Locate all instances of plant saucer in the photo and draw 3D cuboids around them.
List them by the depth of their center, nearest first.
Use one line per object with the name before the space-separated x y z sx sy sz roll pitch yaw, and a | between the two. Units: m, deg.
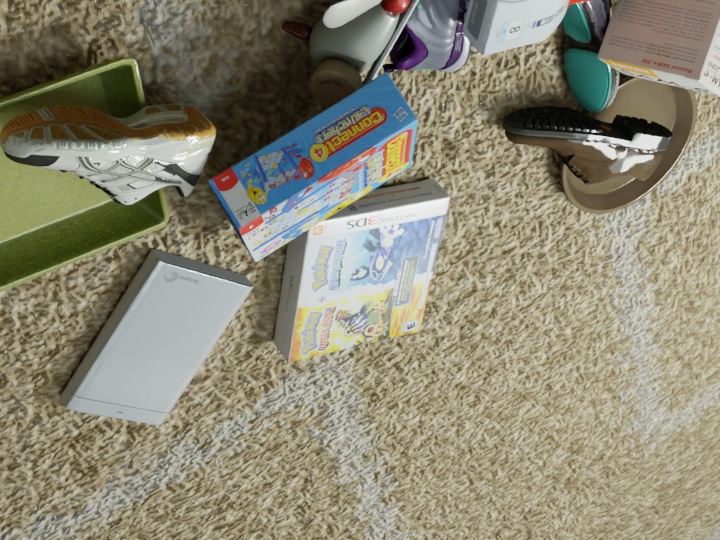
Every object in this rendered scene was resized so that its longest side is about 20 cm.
plant saucer | -0.289 -0.093 1.263 0.199 0.048 0.200 -23 135 -18
plant saucer | 0.320 -0.158 1.664 0.200 0.029 0.200 -20 136 -21

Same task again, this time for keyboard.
keyboard | 0.038 -0.234 1.323 0.011 0.056 0.200 26 124 -7

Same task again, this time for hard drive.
hard drive | -0.219 0.076 1.479 0.132 0.027 0.200 17 113 -44

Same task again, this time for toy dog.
toy dog | -0.009 -0.249 1.283 0.096 0.132 0.200 26 123 -8

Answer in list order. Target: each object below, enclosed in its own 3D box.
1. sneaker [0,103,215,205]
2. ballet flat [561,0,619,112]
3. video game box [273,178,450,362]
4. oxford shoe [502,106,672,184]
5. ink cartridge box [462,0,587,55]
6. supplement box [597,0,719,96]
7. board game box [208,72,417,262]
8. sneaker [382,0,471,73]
sneaker | -0.222 -0.094 1.218 0.200 0.076 0.088 -3 127 -33
ballet flat | 0.257 -0.260 1.505 0.072 0.072 0.200 -34 139 -7
video game box | 0.000 0.000 1.558 0.182 0.047 0.200 -11 131 -26
oxford shoe | 0.252 -0.136 1.566 0.200 0.073 0.085 9 118 -12
ink cartridge box | 0.206 -0.299 1.325 0.200 0.047 0.160 -16 144 -22
supplement box | 0.347 -0.296 1.441 0.073 0.126 0.200 14 97 -52
board game box | -0.043 -0.096 1.351 0.196 0.056 0.200 -32 173 -4
sneaker | 0.071 -0.277 1.349 0.087 0.074 0.200 -13 133 -20
